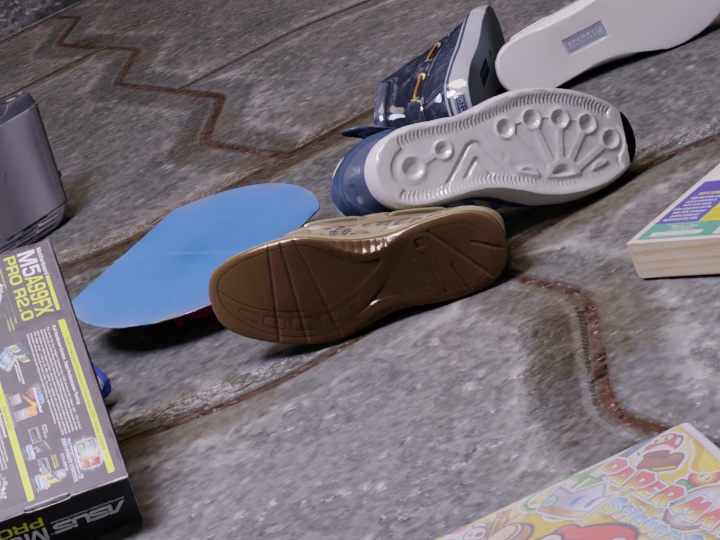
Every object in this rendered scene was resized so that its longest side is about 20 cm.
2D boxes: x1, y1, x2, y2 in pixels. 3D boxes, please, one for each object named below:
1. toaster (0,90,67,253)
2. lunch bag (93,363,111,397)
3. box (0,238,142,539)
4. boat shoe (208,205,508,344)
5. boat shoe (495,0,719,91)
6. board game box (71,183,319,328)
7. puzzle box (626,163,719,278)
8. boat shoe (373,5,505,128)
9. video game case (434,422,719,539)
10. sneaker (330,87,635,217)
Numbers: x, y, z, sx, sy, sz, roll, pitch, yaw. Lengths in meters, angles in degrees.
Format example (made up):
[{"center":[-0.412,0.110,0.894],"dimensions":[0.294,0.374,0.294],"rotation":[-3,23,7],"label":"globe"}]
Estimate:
[{"center":[-0.367,-0.073,1.896],"dimensions":[0.113,0.130,0.200],"rotation":[-4,25,48],"label":"toaster"},{"center":[-0.291,0.087,1.354],"dimensions":[0.199,0.128,0.170],"rotation":[17,34,19],"label":"lunch bag"},{"center":[-0.233,0.087,1.216],"dimensions":[0.159,0.044,0.200],"rotation":[-19,50,-9],"label":"box"},{"center":[0.000,0.000,1.339],"dimensions":[0.199,0.074,0.063],"rotation":[-9,13,7],"label":"boat shoe"},{"center":[0.205,-0.202,1.678],"dimensions":[0.199,0.072,0.069],"rotation":[-29,16,11],"label":"boat shoe"},{"center":[-0.115,0.002,1.522],"dimensions":[0.157,0.039,0.200],"rotation":[-1,32,39],"label":"board game box"},{"center":[0.269,-0.041,1.182],"dimensions":[0.199,0.026,0.133],"rotation":[-3,27,48],"label":"puzzle box"},{"center":[0.068,-0.165,1.715],"dimensions":[0.090,0.071,0.200],"rotation":[-12,22,19],"label":"boat shoe"},{"center":[0.098,0.140,0.872],"dimensions":[0.181,0.023,0.200],"rotation":[-25,17,-5],"label":"video game case"},{"center":[0.076,-0.073,1.429],"dimensions":[0.199,0.081,0.146],"rotation":[-10,-3,-17],"label":"sneaker"}]
